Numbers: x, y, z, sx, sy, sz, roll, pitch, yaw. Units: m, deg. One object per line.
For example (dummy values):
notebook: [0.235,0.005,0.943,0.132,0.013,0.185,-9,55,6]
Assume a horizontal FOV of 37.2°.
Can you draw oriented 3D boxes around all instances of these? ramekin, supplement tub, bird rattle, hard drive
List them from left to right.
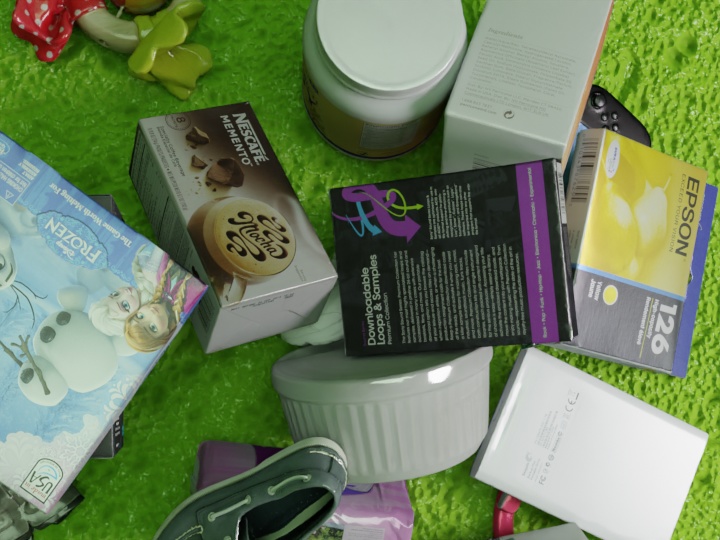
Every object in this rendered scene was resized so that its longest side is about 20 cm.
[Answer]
bird rattle: [-0.226,-0.252,1.011,0.197,0.113,0.165,21,70,8]
supplement tub: [0.018,-0.190,0.961,0.143,0.200,0.148,0,81,-3]
ramekin: [0.024,0.115,0.943,0.199,0.202,0.096,-10,98,-9]
hard drive: [0.216,0.173,1.008,0.198,0.025,0.134,26,82,-7]

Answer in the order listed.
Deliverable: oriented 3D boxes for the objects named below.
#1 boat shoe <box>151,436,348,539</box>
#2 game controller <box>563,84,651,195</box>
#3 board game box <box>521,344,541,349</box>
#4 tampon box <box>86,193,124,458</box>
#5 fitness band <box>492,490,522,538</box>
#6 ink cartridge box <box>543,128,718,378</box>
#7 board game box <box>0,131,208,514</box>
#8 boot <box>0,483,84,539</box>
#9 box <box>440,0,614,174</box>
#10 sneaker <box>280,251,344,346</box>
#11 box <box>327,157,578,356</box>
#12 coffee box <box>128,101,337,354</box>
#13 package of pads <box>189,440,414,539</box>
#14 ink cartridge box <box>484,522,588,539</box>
boat shoe: [-0.095,0.207,0.849,0.199,0.062,0.073,-34,111,8]
game controller: [0.206,-0.084,1.061,0.104,0.042,0.201,37,81,-3]
board game box: [0.225,0.003,1.031,0.197,0.023,0.107,-13,90,-29]
tampon box: [-0.259,0.048,0.873,0.124,0.150,0.204,0,84,-9]
fitness band: [0.212,0.219,1.035,0.143,0.037,0.201,34,82,-6]
ink cartridge box: [0.269,-0.009,1.011,0.197,0.047,0.201,14,85,-28]
board game box: [-0.247,0.034,0.777,0.199,0.043,0.200,36,81,-5]
boot: [-0.354,0.198,0.941,0.197,0.068,0.132,-22,88,-10]
box: [0.150,-0.160,0.964,0.105,0.153,0.202,17,64,11]
sneaker: [0.000,0.000,0.975,0.198,0.078,0.100,-27,88,23]
box: [0.074,-0.008,0.885,0.197,0.036,0.146,-5,91,21]
coffee box: [-0.117,-0.042,0.943,0.112,0.080,0.202,-13,62,-28]
package of pads: [-0.056,0.212,0.951,0.197,0.121,0.077,7,107,-8]
ink cartridge box: [0.121,0.325,0.960,0.197,0.084,0.149,-9,105,-6]
